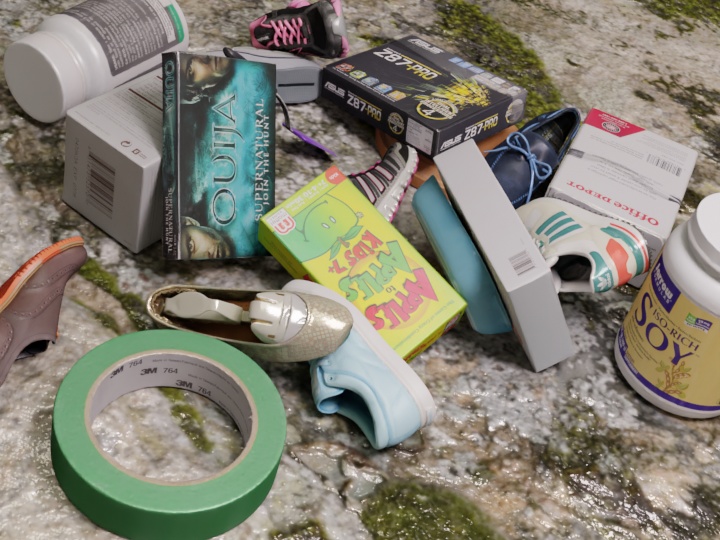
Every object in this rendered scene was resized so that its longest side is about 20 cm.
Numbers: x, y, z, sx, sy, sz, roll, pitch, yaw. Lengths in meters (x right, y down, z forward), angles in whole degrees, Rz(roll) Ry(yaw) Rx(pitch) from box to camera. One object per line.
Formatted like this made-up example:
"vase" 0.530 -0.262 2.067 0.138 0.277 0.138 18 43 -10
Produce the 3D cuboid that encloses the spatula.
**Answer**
"spatula" -0.094 -0.188 1.312 0.021 0.200 0.056 -47 44 -4

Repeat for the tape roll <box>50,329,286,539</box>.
"tape roll" -0.165 0.139 1.009 0.199 0.048 0.201 10 42 -9

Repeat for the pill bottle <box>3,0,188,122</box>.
"pill bottle" -0.300 -0.251 1.332 0.113 0.113 0.200 33 44 17

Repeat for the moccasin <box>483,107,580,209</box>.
"moccasin" 0.196 -0.140 1.369 0.080 0.068 0.200 43 50 -7

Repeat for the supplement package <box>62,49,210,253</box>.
"supplement package" -0.202 -0.131 1.233 0.117 0.117 0.200 34 44 21

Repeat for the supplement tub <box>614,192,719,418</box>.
"supplement tub" 0.357 0.036 1.177 0.145 0.201 0.146 9 42 -8

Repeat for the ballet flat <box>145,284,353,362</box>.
"ballet flat" -0.107 0.046 1.073 0.199 0.062 0.068 1 71 18

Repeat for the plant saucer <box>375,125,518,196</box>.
"plant saucer" 0.118 -0.159 1.433 0.199 0.032 0.201 9 42 -8

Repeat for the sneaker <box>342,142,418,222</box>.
"sneaker" 0.002 -0.085 1.283 0.087 0.074 0.200 26 47 1

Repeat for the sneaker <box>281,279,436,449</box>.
"sneaker" -0.023 0.087 1.092 0.082 0.074 0.200 -32 58 -33

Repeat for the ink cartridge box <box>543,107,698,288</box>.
"ink cartridge box" 0.303 -0.090 1.381 0.145 0.084 0.200 25 43 9

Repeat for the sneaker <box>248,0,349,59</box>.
"sneaker" -0.081 -0.296 1.447 0.095 0.079 0.200 -15 15 -21

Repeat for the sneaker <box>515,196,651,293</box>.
"sneaker" 0.210 -0.022 1.247 0.093 0.071 0.199 -29 30 -28

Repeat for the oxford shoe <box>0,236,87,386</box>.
"oxford shoe" -0.305 0.039 1.072 0.073 0.071 0.200 47 39 -9

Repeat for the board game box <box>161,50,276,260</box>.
"board game box" -0.140 -0.112 1.166 0.028 0.201 0.135 3 5 40

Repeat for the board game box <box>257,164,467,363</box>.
"board game box" 0.000 0.000 1.163 0.101 0.048 0.200 -38 75 -22

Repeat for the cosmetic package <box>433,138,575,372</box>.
"cosmetic package" 0.148 -0.016 1.201 0.051 0.151 0.200 -27 49 3

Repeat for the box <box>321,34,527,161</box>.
"box" 0.076 -0.213 1.412 0.161 0.049 0.200 -25 45 -36

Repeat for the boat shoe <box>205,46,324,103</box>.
"boat shoe" -0.141 -0.233 1.411 0.199 0.074 0.067 -1 28 -34

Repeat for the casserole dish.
"casserole dish" 0.101 -0.012 1.217 0.039 0.121 0.200 -27 46 2
